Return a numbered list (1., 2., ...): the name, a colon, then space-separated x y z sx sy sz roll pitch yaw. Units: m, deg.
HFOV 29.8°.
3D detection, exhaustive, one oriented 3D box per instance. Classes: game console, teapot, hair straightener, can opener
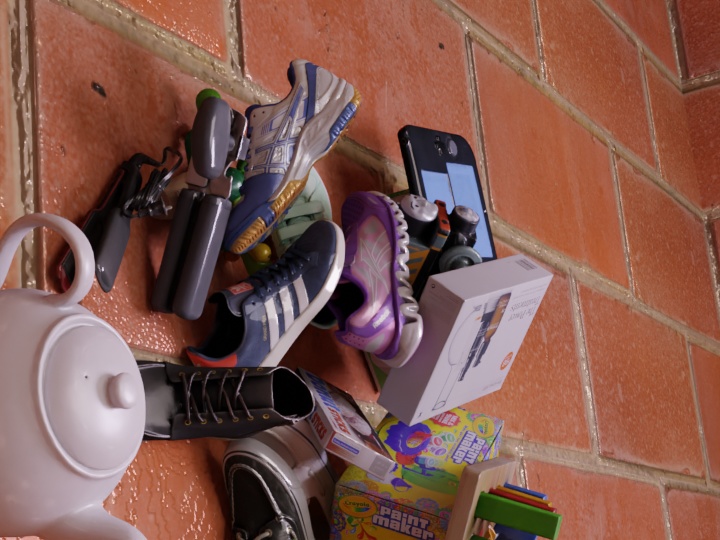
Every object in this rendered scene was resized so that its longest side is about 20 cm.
1. game console: 0.110 -0.072 1.640 0.177 0.031 0.202 4 72 -63
2. teapot: -0.227 0.094 1.000 0.200 0.145 0.198 53 35 -35
3. hair straightener: -0.198 -0.050 1.200 0.201 0.076 0.041 -69 151 -51
4. can opener: -0.154 -0.058 1.235 0.067 0.053 0.202 20 85 -60

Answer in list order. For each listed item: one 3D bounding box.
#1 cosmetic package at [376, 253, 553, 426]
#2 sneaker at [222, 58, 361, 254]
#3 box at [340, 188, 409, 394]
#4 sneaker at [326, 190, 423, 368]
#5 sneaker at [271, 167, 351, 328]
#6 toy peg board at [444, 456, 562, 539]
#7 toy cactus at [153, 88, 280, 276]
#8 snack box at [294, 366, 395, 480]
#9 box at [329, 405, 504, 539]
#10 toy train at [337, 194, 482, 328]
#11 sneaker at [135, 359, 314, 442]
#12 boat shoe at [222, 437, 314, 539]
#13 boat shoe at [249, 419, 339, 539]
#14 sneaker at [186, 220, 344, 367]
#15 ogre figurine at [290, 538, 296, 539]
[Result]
1. cosmetic package: 0.112 0.069 1.419 0.199 0.052 0.152 -13 133 -55
2. sneaker: -0.085 -0.110 1.293 0.088 0.075 0.201 35 75 0
3. box: 0.059 0.019 1.629 0.176 0.096 0.201 -44 116 -59
4. sneaker: 0.000 0.000 1.353 0.088 0.081 0.201 9 52 -26
5. sneaker: -0.054 -0.036 1.416 0.118 0.073 0.202 -141 -146 -79
6. toy peg board: 0.141 0.298 1.328 0.199 0.097 0.202 17 88 -73
7. toy cactus: -0.136 -0.078 1.328 0.165 0.102 0.202 -21 105 -53
8. snack box: -0.022 0.149 1.345 0.072 0.024 0.200 29 5 -17
9. box: 0.056 0.266 1.401 0.200 0.121 0.194 -46 147 -59
10. toy train: 0.053 0.008 1.459 0.113 0.201 0.086 16 34 -15
11. sneaker: -0.139 0.106 1.177 0.199 0.106 0.075 7 71 -46
12. boat shoe: -0.083 0.254 1.279 0.201 0.070 0.064 68 27 -18
13. boat shoe: -0.069 0.209 1.334 0.070 0.070 0.201 -79 150 -44
14. sneaker: -0.092 0.024 1.296 0.084 0.075 0.201 41 74 -35
15. ogre figurine: -0.117 0.286 1.148 0.200 0.119 0.099 -34 103 -63
